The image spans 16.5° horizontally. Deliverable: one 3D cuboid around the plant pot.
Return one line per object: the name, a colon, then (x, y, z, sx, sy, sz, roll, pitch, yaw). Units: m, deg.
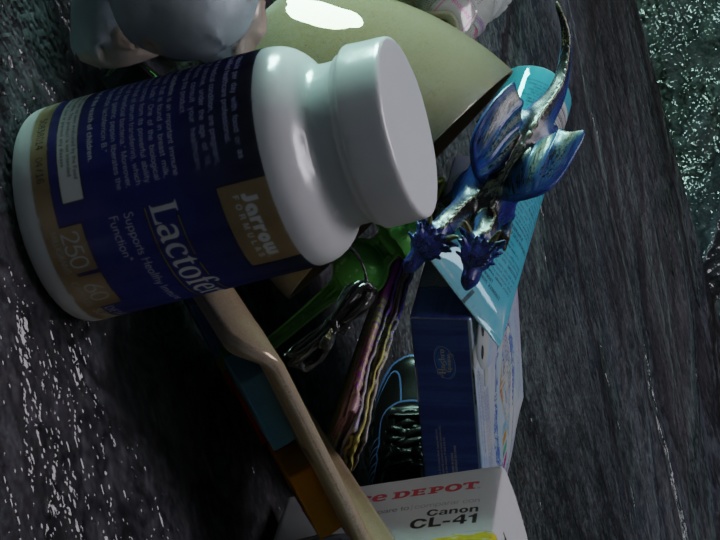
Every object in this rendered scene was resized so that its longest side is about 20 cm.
plant pot: (-0.022, -0.099, 1.551, 0.134, 0.200, 0.200, 44, 18, 2)

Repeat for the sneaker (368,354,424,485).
sneaker: (0.039, 0.142, 1.716, 0.078, 0.070, 0.201, 62, 21, -61)

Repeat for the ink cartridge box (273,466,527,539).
ink cartridge box: (0.016, 0.206, 1.435, 0.200, 0.147, 0.086, -75, 153, -61)

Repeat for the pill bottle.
pill bottle: (-0.067, -0.050, 1.270, 0.116, 0.199, 0.116, -14, 90, -74)

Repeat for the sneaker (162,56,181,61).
sneaker: (-0.094, -0.195, 1.454, 0.200, 0.115, 0.075, 50, 31, -57)

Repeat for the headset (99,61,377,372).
headset: (-0.075, -0.039, 1.398, 0.200, 0.094, 0.124, 41, 2, 2)

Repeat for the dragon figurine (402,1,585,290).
dragon figurine: (0.091, -0.069, 1.455, 0.059, 0.200, 0.099, 34, -9, -1)

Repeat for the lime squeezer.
lime squeezer: (0.000, 0.000, 1.490, 0.038, 0.200, 0.071, 40, 54, -4)

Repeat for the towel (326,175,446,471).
towel: (0.011, 0.046, 1.573, 0.144, 0.023, 0.201, 110, -1, -61)

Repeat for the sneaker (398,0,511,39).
sneaker: (0.012, -0.146, 1.674, 0.081, 0.200, 0.088, 45, 35, -6)

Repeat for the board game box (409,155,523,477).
board game box: (0.073, 0.060, 1.638, 0.199, 0.043, 0.201, -71, 159, -56)

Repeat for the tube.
tube: (0.090, -0.048, 1.563, 0.077, 0.050, 0.200, 46, 40, -24)

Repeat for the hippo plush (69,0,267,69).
hippo plush: (-0.090, -0.191, 1.277, 0.161, 0.159, 0.201, -146, -146, -71)

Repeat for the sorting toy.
sorting toy: (-0.057, 0.066, 1.412, 0.200, 0.036, 0.185, 60, -4, -38)
